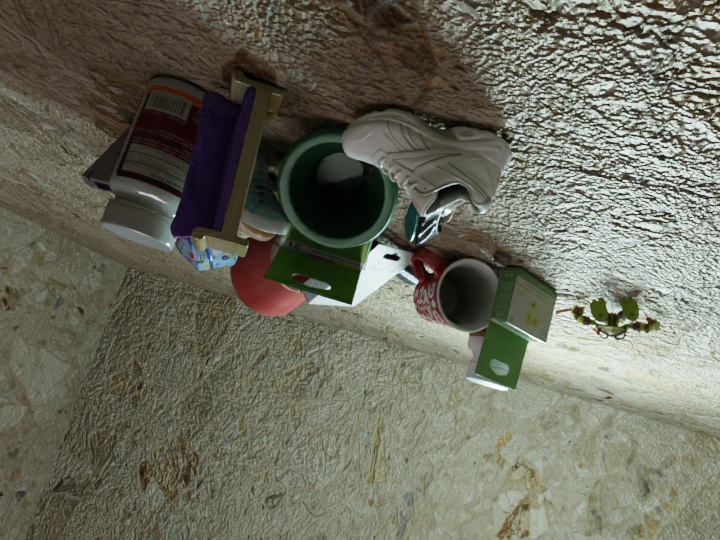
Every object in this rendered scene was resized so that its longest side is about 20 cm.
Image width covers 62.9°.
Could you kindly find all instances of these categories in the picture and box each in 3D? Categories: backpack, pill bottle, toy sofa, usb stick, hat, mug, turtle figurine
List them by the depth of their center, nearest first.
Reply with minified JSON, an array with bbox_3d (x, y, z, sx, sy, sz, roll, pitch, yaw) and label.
[{"bbox_3d":[-0.160,-0.125,0.698,0.095,0.205,0.083,14,170,-14],"label":"toy sofa"},{"bbox_3d":[-0.262,-0.138,0.783,0.112,0.204,0.114,16,169,3],"label":"pill bottle"},{"bbox_3d":[-0.024,-0.144,0.849,0.162,0.178,0.203,11,127,-1],"label":"hat"},{"bbox_3d":[-0.298,-0.086,1.032,0.133,0.203,0.182,-27,-175,-20],"label":"backpack"},{"bbox_3d":[0.461,0.095,1.105,0.196,0.066,0.161,13,167,24],"label":"turtle figurine"},{"bbox_3d":[0.178,0.031,1.185,0.131,0.181,0.200,-18,179,-11],"label":"mug"},{"bbox_3d":[0.282,0.134,1.212,0.112,0.204,0.115,16,168,4],"label":"pill bottle"},{"bbox_3d":[0.067,-0.013,1.279,0.055,0.033,0.199,7,164,39],"label":"usb stick"}]

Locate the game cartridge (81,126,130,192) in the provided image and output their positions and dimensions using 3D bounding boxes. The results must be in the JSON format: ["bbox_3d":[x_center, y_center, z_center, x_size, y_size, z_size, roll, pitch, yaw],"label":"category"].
[{"bbox_3d":[-0.329,-0.166,0.920,0.197,0.131,0.039,15,145,30],"label":"game cartridge"}]

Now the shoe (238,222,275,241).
[{"bbox_3d":[-0.175,-0.085,0.937,0.068,0.055,0.200,0,-155,-25],"label":"shoe"}]

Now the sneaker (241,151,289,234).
[{"bbox_3d":[-0.159,-0.126,0.852,0.073,0.083,0.200,0,-148,-46],"label":"sneaker"}]

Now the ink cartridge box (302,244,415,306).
[{"bbox_3d":[0.000,0.000,1.178,0.199,0.048,0.159,-39,154,25],"label":"ink cartridge box"}]

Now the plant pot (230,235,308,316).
[{"bbox_3d":[-0.171,-0.007,1.323,0.197,0.205,0.176,23,157,-26],"label":"plant pot"}]

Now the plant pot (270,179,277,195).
[{"bbox_3d":[-0.178,-0.130,1.086,0.196,0.028,0.201,21,163,7],"label":"plant pot"}]

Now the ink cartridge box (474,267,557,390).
[{"bbox_3d":[0.294,0.113,1.099,0.144,0.204,0.047,26,165,-38],"label":"ink cartridge box"}]

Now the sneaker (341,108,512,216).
[{"bbox_3d":[0.063,-0.115,0.657,0.196,0.101,0.078,14,168,19],"label":"sneaker"}]

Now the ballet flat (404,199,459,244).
[{"bbox_3d":[0.100,-0.094,0.807,0.071,0.075,0.201,16,162,6],"label":"ballet flat"}]

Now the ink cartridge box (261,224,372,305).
[{"bbox_3d":[-0.054,-0.046,0.921,0.145,0.077,0.201,17,-149,-1],"label":"ink cartridge box"}]
